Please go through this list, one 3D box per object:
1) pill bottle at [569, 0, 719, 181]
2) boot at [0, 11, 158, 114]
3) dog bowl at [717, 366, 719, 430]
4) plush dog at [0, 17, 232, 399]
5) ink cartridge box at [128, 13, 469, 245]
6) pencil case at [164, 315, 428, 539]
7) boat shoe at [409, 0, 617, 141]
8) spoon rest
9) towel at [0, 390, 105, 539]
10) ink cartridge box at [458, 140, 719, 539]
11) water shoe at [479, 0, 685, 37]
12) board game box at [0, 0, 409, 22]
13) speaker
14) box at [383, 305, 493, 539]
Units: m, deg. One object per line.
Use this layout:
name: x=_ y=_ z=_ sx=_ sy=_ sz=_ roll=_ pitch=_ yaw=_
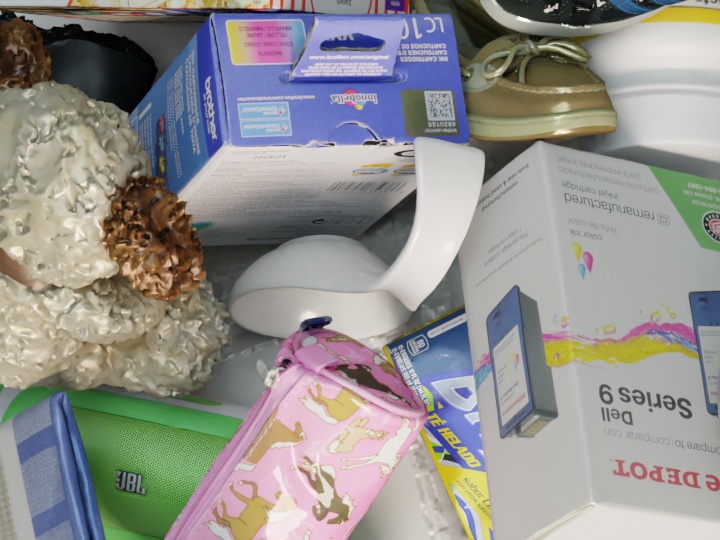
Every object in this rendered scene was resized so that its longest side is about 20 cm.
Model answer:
pill bottle: x=0.165 y=-0.151 z=1.541 sx=0.113 sy=0.114 sz=0.202 roll=-1 pitch=77 yaw=12
boot: x=-0.148 y=-0.046 z=1.600 sx=0.199 sy=0.076 sz=0.169 roll=20 pitch=85 yaw=22
dog bowl: x=0.252 y=0.090 z=1.431 sx=0.059 sy=0.199 sz=0.201 roll=-29 pitch=70 yaw=37
plush dog: x=-0.160 y=-0.024 z=1.446 sx=0.160 sy=0.172 sz=0.200 roll=-30 pitch=68 yaw=-39
ink cartridge box: x=-0.032 y=-0.076 z=1.499 sx=0.135 sy=0.200 sz=0.077 roll=-2 pitch=76 yaw=-22
pencil case: x=-0.050 y=0.123 z=1.452 sx=0.086 sy=0.083 sz=0.201 roll=35 pitch=106 yaw=4
boat shoe: x=0.072 y=-0.110 z=1.516 sx=0.073 sy=0.201 sz=0.064 roll=-5 pitch=105 yaw=-19
spoon rest: x=0.000 y=0.000 z=1.505 sx=0.099 sy=0.200 sz=0.061 roll=11 pitch=62 yaw=-24
towel: x=-0.188 y=0.161 z=1.509 sx=0.200 sy=0.024 sz=0.148 roll=-32 pitch=67 yaw=47
ink cartridge box: x=0.136 y=0.051 z=1.458 sx=0.144 sy=0.087 sz=0.201 roll=12 pitch=60 yaw=-30
water shoe: x=0.153 y=-0.170 z=1.446 sx=0.198 sy=0.079 sz=0.072 roll=-10 pitch=75 yaw=6
board game box: x=-0.095 y=-0.157 z=1.539 sx=0.199 sy=0.151 sz=0.047 roll=3 pitch=93 yaw=28
speaker: x=-0.110 y=0.107 z=1.553 sx=0.199 sy=0.088 sz=0.089 roll=10 pitch=79 yaw=14
box: x=0.083 y=0.120 z=1.507 sx=0.064 sy=0.070 sz=0.201 roll=-26 pitch=73 yaw=1
